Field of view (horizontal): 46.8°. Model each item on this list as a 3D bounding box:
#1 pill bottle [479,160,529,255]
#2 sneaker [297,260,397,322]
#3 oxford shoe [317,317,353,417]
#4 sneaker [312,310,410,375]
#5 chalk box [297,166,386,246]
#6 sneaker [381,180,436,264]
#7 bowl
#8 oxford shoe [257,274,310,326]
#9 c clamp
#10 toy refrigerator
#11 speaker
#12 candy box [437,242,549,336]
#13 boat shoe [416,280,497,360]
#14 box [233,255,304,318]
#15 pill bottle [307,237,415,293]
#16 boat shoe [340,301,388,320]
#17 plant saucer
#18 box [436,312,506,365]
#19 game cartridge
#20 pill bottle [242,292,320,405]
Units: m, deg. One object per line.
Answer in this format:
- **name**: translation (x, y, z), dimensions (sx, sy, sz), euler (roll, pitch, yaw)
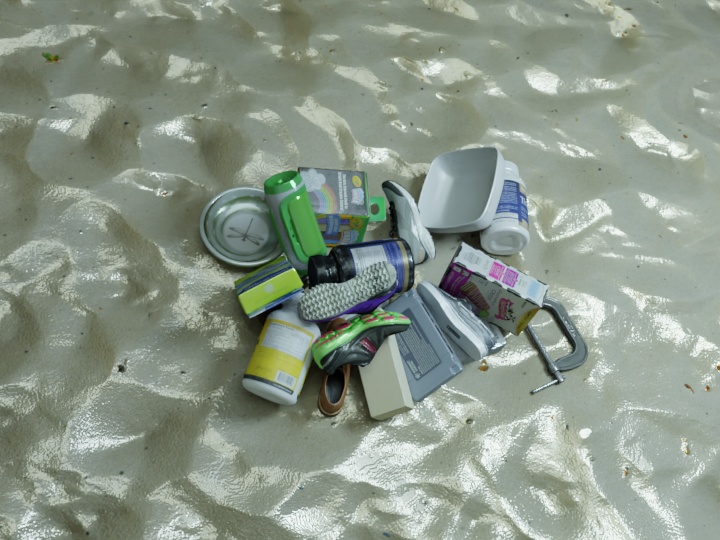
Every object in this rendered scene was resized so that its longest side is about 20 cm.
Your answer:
- **pill bottle**: translation (0.324, -0.146, 1.894), dimensions (0.110, 0.111, 0.202), euler (7, 59, -8)
- **sneaker**: translation (-0.018, 0.059, 1.572), dimensions (0.198, 0.100, 0.070), euler (-21, 62, 1)
- **oxford shoe**: translation (-0.043, 0.181, 1.635), dimensions (0.070, 0.071, 0.202), euler (7, 65, -8)
- **sneaker**: translation (0.004, 0.137, 1.588), dimensions (0.198, 0.077, 0.085), euler (-23, 109, -10)
- **chalk box**: translation (-0.045, -0.133, 1.801), dimensions (0.197, 0.124, 0.126), euler (4, 57, -11)
- **sneaker**: translation (0.093, -0.104, 1.822), dimensions (0.079, 0.074, 0.202), euler (-25, 87, -13)
- **bowl**: translation (0.232, -0.168, 1.855), dimensions (0.074, 0.198, 0.202), euler (36, 63, -40)
- **oxford shoe**: translation (-0.118, 0.062, 1.706), dimensions (0.199, 0.073, 0.085), euler (-30, 76, -16)
- **c clamp**: translation (0.403, 0.149, 1.787), dimensions (0.169, 0.027, 0.202), euler (-13, 64, -19)
- **toy refrigerator**: translation (0.040, 0.185, 1.640), dimensions (0.075, 0.070, 0.202), euler (-21, 69, 14)
- **speaker**: translation (-0.128, -0.094, 1.670), dimensions (0.087, 0.202, 0.089), euler (-14, 26, 7)
- **candy box**: translation (0.267, 0.041, 1.711), dimensions (0.198, 0.137, 0.061), euler (26, 57, 3)
- **boat shoe**: translation (0.199, 0.090, 1.705), dimensions (0.068, 0.072, 0.200), euler (-37, 75, -26)
- **box**: translation (-0.182, 0.029, 1.623), dimensions (0.121, 0.200, 0.048), euler (-28, 103, -7)
- **pill bottle**: translation (0.000, 0.000, 1.655), dimensions (0.198, 0.112, 0.113), euler (-8, 62, -16)
- **boat shoe**: translation (0.023, 0.063, 1.741), dimensions (0.198, 0.071, 0.071), euler (-19, 93, -26)
- **plant saucer**: translation (-0.242, -0.085, 1.769), dimensions (0.198, 0.050, 0.202), euler (4, 59, -7)
- **box**: translation (0.184, 0.126, 1.746), dimensions (0.198, 0.041, 0.157), euler (-17, 64, -22)
- **game cartridge**: translation (0.105, 0.154, 1.671), dimensions (0.133, 0.041, 0.201), euler (-39, 63, 19)
- **pill bottle**: translation (-0.142, 0.147, 1.596), dimensions (0.111, 0.112, 0.202), euler (20, 72, 0)
